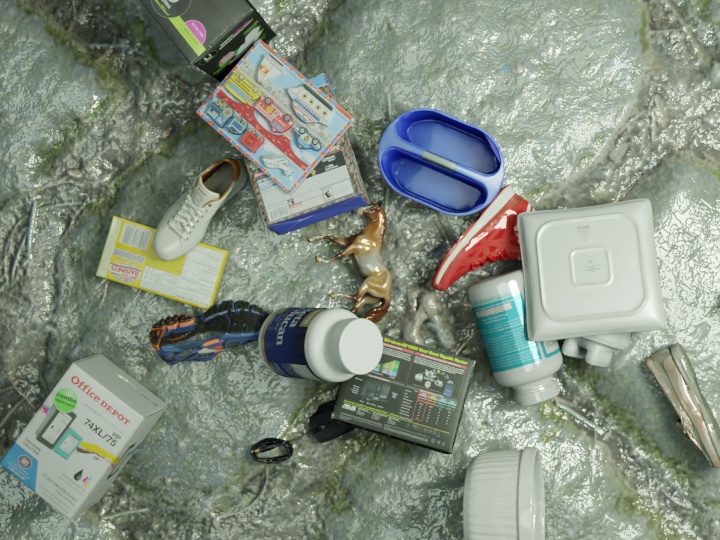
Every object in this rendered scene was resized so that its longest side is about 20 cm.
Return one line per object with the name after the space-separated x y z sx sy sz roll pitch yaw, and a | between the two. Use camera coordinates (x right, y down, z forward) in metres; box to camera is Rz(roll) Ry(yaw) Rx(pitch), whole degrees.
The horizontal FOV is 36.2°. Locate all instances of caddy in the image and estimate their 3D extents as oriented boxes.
0.126 -0.166 1.703 0.199 0.105 0.142 23 95 8 | caddy

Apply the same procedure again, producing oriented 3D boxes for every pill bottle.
-0.059 0.112 1.677 0.111 0.199 0.112 1 88 -39 | pill bottle
0.244 0.103 1.700 0.110 0.111 0.201 -17 89 5 | pill bottle

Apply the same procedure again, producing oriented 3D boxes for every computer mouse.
-0.087 0.262 1.773 0.199 0.034 0.059 -27 89 6 | computer mouse

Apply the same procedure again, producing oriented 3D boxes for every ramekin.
0.219 0.367 1.669 0.104 0.200 0.201 -1 91 14 | ramekin

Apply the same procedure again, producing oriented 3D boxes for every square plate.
0.337 -0.003 1.623 0.199 0.028 0.199 -6 77 11 | square plate

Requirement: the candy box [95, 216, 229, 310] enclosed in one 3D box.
-0.322 -0.012 1.793 0.199 0.026 0.103 17 93 5 | candy box

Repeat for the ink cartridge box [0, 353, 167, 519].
-0.434 0.258 1.749 0.146 0.146 0.200 36 94 3 | ink cartridge box

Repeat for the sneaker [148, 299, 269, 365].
-0.237 0.103 1.771 0.199 0.079 0.076 -8 50 -7 | sneaker

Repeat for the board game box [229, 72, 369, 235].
-0.094 -0.179 1.721 0.159 0.097 0.201 -18 82 6 | board game box

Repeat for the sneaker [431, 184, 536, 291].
0.208 -0.025 1.719 0.115 0.078 0.200 39 95 5 | sneaker

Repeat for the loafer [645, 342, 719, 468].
0.506 0.214 1.706 0.063 0.072 0.201 -24 82 22 | loafer

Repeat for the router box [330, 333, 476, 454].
0.066 0.188 1.727 0.199 0.062 0.151 16 78 4 | router box

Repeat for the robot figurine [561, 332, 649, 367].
0.374 0.045 1.686 0.169 0.113 0.201 21 94 29 | robot figurine

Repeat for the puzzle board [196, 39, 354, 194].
-0.131 -0.235 1.675 0.200 0.017 0.151 41 91 9 | puzzle board

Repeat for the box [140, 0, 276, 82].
-0.235 -0.393 1.691 0.124 0.200 0.149 -40 88 5 | box

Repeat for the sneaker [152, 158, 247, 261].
-0.264 -0.104 1.746 0.073 0.085 0.200 39 87 9 | sneaker

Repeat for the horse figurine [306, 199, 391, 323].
0.000 0.000 1.743 0.132 0.050 0.201 -15 79 -17 | horse figurine
